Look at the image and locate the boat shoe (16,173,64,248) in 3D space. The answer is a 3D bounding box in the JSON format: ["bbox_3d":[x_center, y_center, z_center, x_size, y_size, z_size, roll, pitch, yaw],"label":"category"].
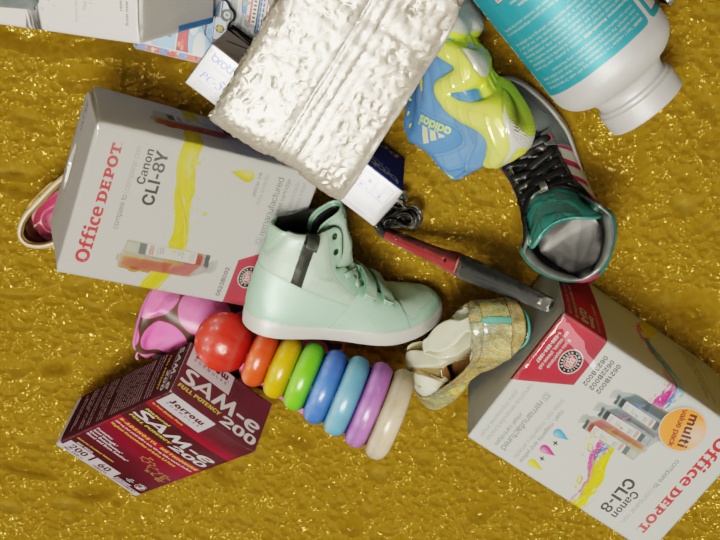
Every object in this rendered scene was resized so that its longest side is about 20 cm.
[{"bbox_3d":[-0.241,-0.075,0.891,0.199,0.069,0.074,-32,103,17],"label":"boat shoe"}]

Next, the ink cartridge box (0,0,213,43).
[{"bbox_3d":[-0.238,-0.248,0.774,0.199,0.146,0.086,9,112,13],"label":"ink cartridge box"}]

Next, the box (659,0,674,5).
[{"bbox_3d":[0.246,-0.341,0.742,0.160,0.044,0.200,-40,100,19],"label":"box"}]

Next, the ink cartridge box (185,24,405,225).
[{"bbox_3d":[-0.051,-0.129,0.824,0.200,0.094,0.044,37,111,-12],"label":"ink cartridge box"}]

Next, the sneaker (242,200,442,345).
[{"bbox_3d":[0.000,0.000,0.845,0.199,0.074,0.119,1,117,-29],"label":"sneaker"}]

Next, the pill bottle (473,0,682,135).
[{"bbox_3d":[0.173,-0.208,0.764,0.111,0.111,0.200,-38,101,18],"label":"pill bottle"}]

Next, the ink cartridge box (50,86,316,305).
[{"bbox_3d":[-0.158,-0.059,0.837,0.199,0.084,0.146,12,115,-26],"label":"ink cartridge box"}]

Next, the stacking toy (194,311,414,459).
[{"bbox_3d":[-0.056,0.095,0.848,0.199,0.085,0.086,22,111,1],"label":"stacking toy"}]

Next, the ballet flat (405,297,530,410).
[{"bbox_3d":[0.078,0.077,0.860,0.071,0.071,0.200,35,147,-6],"label":"ballet flat"}]

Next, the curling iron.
[{"bbox_3d":[0.085,-0.014,0.838,0.200,0.026,0.050,34,134,31],"label":"curling iron"}]

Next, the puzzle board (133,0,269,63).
[{"bbox_3d":[-0.118,-0.279,0.828,0.150,0.017,0.201,13,112,3],"label":"puzzle board"}]

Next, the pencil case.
[{"bbox_3d":[-0.119,0.076,0.921,0.199,0.091,0.094,21,105,-2],"label":"pencil case"}]

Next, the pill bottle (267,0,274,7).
[{"bbox_3d":[-0.016,-0.259,0.775,0.104,0.104,0.201,19,112,1],"label":"pill bottle"}]

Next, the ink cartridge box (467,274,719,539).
[{"bbox_3d":[0.218,0.120,0.859,0.199,0.145,0.146,32,109,-5],"label":"ink cartridge box"}]

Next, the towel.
[{"bbox_3d":[-0.018,-0.169,0.739,0.132,0.035,0.200,30,108,-13],"label":"towel"}]

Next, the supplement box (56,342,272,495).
[{"bbox_3d":[-0.195,0.151,0.923,0.200,0.061,0.109,-27,123,38],"label":"supplement box"}]

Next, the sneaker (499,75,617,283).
[{"bbox_3d":[0.159,-0.069,0.811,0.083,0.121,0.200,-29,103,16],"label":"sneaker"}]

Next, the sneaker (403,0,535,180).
[{"bbox_3d":[0.062,-0.166,0.796,0.105,0.076,0.201,-33,73,33],"label":"sneaker"}]
